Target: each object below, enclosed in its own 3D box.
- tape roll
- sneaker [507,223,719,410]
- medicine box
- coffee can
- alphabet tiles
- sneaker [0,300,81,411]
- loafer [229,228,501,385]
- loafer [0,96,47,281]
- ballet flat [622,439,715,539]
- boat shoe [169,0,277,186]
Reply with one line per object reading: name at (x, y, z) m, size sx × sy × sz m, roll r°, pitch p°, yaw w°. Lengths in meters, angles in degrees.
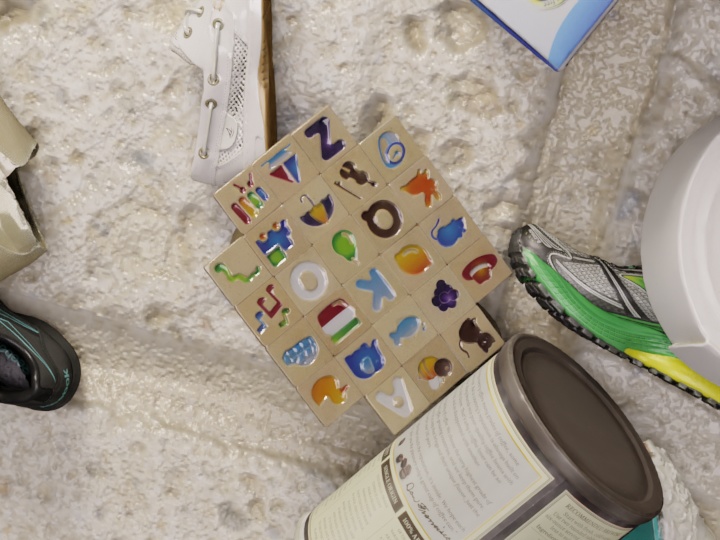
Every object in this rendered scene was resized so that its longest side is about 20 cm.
tape roll at (0.285, -0.013, 1.539) m, size 0.202 × 0.071 × 0.203 m, roll 1°, pitch 87°, yaw -14°
sneaker at (0.188, 0.019, 1.591) m, size 0.200 × 0.078 × 0.085 m, roll 27°, pitch 91°, yaw -10°
medicine box at (0.143, -0.230, 1.488) m, size 0.103 × 0.200 × 0.182 m, roll 38°, pitch 99°, yaw -1°
coffee can at (0.076, 0.159, 1.561) m, size 0.200 × 0.146 × 0.146 m, roll -41°, pitch 93°, yaw 20°
alphabet tiles at (0.000, 0.000, 1.568) m, size 0.166 × 0.006 × 0.200 m, roll -39°, pitch 99°, yaw -15°
sneaker at (-0.283, 0.032, 1.628) m, size 0.200 × 0.079 × 0.076 m, roll 28°, pitch 100°, yaw 2°
loafer at (0.000, 0.024, 1.606) m, size 0.200 × 0.067 × 0.076 m, roll 23°, pitch 100°, yaw 2°
loafer at (-0.253, -0.089, 1.612) m, size 0.068 × 0.076 × 0.201 m, roll -8°, pitch 97°, yaw -1°
ballet flat at (0.212, 0.210, 1.622) m, size 0.072 × 0.072 × 0.201 m, roll -3°, pitch 96°, yaw 6°
boat shoe at (-0.093, -0.153, 1.587) m, size 0.069 × 0.071 × 0.201 m, roll 0°, pitch 99°, yaw 3°
